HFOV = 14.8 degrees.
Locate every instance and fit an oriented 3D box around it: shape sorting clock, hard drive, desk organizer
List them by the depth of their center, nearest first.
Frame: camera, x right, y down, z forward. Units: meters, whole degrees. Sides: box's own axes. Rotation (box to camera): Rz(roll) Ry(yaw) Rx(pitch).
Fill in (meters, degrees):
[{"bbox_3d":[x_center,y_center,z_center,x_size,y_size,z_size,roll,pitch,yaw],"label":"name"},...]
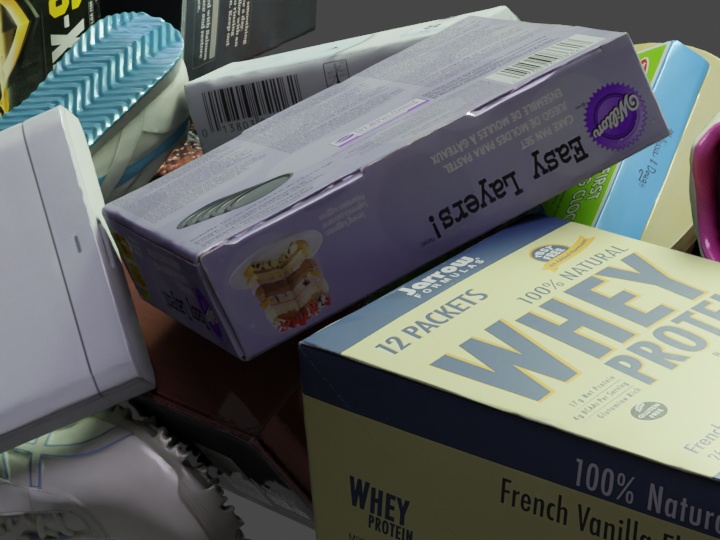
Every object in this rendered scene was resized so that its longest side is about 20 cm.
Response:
[{"bbox_3d":[0.076,-0.026,1.174,0.200,0.039,0.200,-30,27,17],"label":"shape sorting clock"},{"bbox_3d":[-0.197,0.027,1.186,0.200,0.027,0.132,-23,68,11],"label":"hard drive"},{"bbox_3d":[-0.066,0.041,1.204,0.200,0.072,0.077,18,65,49],"label":"desk organizer"}]

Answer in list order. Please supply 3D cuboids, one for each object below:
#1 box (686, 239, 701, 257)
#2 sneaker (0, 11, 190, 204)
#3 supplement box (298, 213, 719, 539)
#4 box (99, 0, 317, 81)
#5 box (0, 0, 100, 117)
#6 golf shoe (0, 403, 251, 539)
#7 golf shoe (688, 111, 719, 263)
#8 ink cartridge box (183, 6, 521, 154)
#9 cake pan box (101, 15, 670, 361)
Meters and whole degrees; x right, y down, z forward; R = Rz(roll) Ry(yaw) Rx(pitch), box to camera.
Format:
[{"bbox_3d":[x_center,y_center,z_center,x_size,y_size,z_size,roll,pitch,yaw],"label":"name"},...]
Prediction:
[{"bbox_3d":[0.090,0.027,1.203,0.198,0.050,0.200,-33,17,24],"label":"box"},{"bbox_3d":[-0.162,-0.044,1.428,0.200,0.081,0.076,-40,57,-21],"label":"sneaker"},{"bbox_3d":[0.100,0.111,0.987,0.200,0.200,0.134,16,32,39],"label":"supplement box"},{"bbox_3d":[-0.148,-0.191,1.618,0.196,0.118,0.200,11,18,19],"label":"box"},{"bbox_3d":[-0.205,-0.128,1.446,0.049,0.200,0.160,17,32,32],"label":"box"},{"bbox_3d":[-0.137,0.097,1.193,0.200,0.078,0.097,24,64,34],"label":"golf shoe"},{"bbox_3d":[0.166,0.030,1.022,0.075,0.200,0.092,-25,-15,13],"label":"golf shoe"},{"bbox_3d":[0.016,-0.114,1.496,0.160,0.047,0.200,-11,12,22],"label":"ink cartridge box"},{"bbox_3d":[0.006,-0.041,1.110,0.200,0.052,0.184,-29,16,-13],"label":"cake pan box"}]
